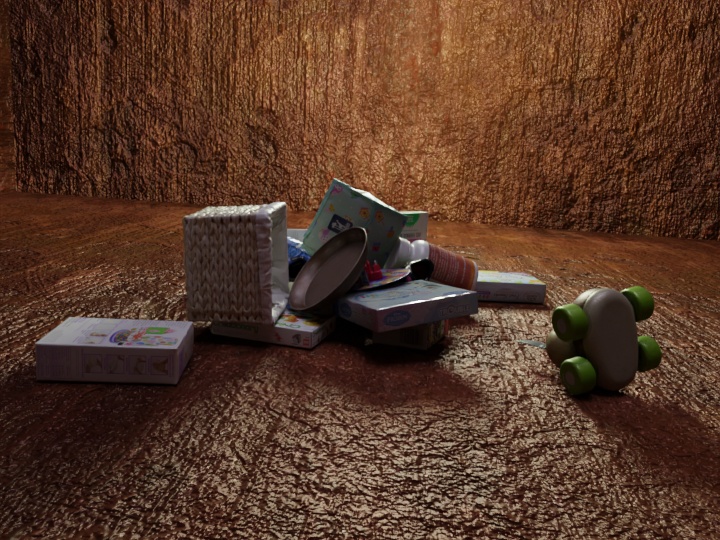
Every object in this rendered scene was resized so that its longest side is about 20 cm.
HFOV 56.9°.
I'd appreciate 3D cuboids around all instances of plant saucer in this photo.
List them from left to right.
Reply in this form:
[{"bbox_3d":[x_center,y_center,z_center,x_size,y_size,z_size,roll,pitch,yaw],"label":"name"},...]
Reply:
[{"bbox_3d":[-0.054,0.004,1.255,0.034,0.201,0.200,44,-6,-23],"label":"plant saucer"}]

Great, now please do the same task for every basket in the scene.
[{"bbox_3d":[-0.219,-0.020,1.205,0.158,0.203,0.198,1,11,2],"label":"basket"}]

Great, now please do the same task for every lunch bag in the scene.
[{"bbox_3d":[-0.019,-0.089,1.434,0.199,0.172,0.122,22,10,-41],"label":"lunch bag"}]

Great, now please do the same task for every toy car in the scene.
[{"bbox_3d":[0.357,0.107,1.098,0.162,0.160,0.200,-12,4,-21],"label":"toy car"}]

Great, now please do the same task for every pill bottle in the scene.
[{"bbox_3d":[0.158,-0.001,1.504,0.198,0.114,0.112,21,6,-17],"label":"pill bottle"}]

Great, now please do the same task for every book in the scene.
[{"bbox_3d":[0.101,-0.038,1.581,0.132,0.203,0.048,-6,14,-41],"label":"book"}]

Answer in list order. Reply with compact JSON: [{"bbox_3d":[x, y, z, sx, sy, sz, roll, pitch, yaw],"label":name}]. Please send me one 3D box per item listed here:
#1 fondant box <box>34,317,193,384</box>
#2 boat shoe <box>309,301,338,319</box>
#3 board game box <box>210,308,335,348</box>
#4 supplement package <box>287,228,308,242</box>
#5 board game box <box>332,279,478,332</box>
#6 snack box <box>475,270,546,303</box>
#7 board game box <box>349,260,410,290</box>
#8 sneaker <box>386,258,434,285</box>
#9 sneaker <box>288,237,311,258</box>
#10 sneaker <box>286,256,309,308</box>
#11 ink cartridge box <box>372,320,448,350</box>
[{"bbox_3d":[-0.363,0.118,1.002,0.197,0.059,0.144,2,11,-5],"label":"fondant box"},{"bbox_3d":[-0.053,0.066,1.368,0.072,0.066,0.200,-30,2,14],"label":"boat shoe"},{"bbox_3d":[-0.158,0.099,1.228,0.197,0.035,0.126,6,12,16],"label":"board game box"},{"bbox_3d":[-0.193,-0.028,1.574,0.197,0.119,0.117,0,-12,-18],"label":"supplement package"},{"bbox_3d":[0.075,0.060,1.193,0.197,0.044,0.198,-8,8,-23],"label":"board game box"},{"bbox_3d":[0.344,0.038,1.661,0.197,0.054,0.142,2,12,-6],"label":"snack box"},{"bbox_3d":[0.000,0.000,1.316,0.198,0.040,0.157,-1,14,44],"label":"board game box"},{"bbox_3d":[0.075,0.029,1.362,0.199,0.077,0.084,-37,-8,-30],"label":"sneaker"},{"bbox_3d":[-0.120,-0.028,1.493,0.198,0.077,0.077,25,-18,-11],"label":"sneaker"},{"bbox_3d":[-0.133,0.022,1.421,0.079,0.117,0.199,3,10,-9],"label":"sneaker"},{"bbox_3d":[0.110,0.099,1.274,0.107,0.051,0.199,6,10,24],"label":"ink cartridge box"}]
